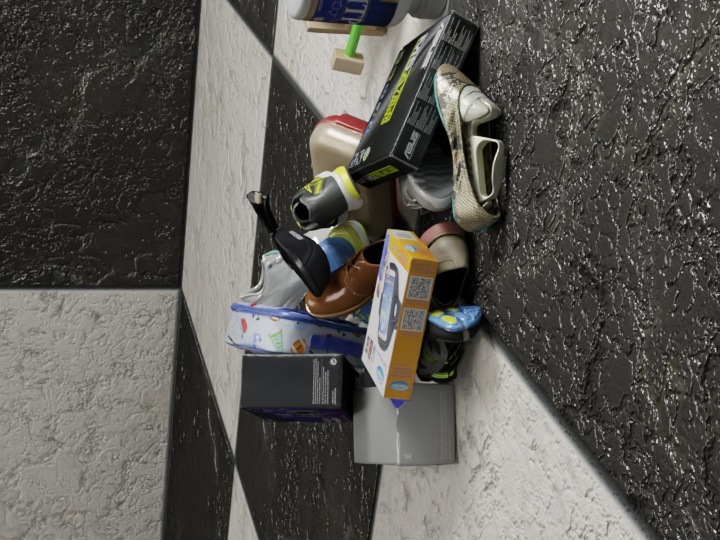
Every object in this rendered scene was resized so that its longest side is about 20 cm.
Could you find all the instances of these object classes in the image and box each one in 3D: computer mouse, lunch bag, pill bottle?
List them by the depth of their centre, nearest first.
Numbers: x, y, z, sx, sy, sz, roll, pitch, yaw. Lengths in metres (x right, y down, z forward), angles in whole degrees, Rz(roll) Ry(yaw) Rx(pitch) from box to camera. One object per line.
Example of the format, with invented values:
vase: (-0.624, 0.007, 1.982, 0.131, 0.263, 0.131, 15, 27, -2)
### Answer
pill bottle: (0.008, -0.380, 1.523, 0.120, 0.197, 0.122, 180, 90, -73)
computer mouse: (-0.093, -0.048, 1.584, 0.141, 0.046, 0.200, 60, 173, -21)
lunch bag: (-0.083, 0.094, 1.686, 0.159, 0.199, 0.077, 4, 83, 42)

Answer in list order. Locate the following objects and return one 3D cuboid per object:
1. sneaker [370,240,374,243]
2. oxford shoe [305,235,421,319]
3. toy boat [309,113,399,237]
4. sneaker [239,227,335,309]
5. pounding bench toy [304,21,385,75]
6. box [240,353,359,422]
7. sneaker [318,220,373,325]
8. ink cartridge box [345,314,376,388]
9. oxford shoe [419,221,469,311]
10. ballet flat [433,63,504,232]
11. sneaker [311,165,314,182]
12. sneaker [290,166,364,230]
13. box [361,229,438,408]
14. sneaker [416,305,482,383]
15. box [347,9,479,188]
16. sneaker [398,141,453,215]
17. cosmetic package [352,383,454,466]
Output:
sneaker: (-0.032, -0.023, 1.805, 0.086, 0.077, 0.200, -55, 16, -2)
oxford shoe: (0.000, 0.000, 1.566, 0.199, 0.071, 0.072, -29, 55, 20)
toy boat: (0.010, -0.149, 1.676, 0.129, 0.131, 0.201, 24, 144, 26)
sneaker: (-0.103, -0.012, 1.759, 0.201, 0.088, 0.075, -52, 23, 12)
pounding bench toy: (-0.004, -0.405, 1.693, 0.156, 0.122, 0.203, 129, 138, -63)
box: (-0.081, 0.167, 1.645, 0.200, 0.139, 0.080, 62, -149, -76)
sneaker: (-0.010, 0.037, 1.659, 0.076, 0.104, 0.202, 107, 140, -88)
ink cartridge box: (-0.002, 0.087, 1.810, 0.160, 0.047, 0.203, 170, 98, -72)
oxford shoe: (0.085, 0.028, 1.489, 0.201, 0.069, 0.075, 111, 151, -49)
ballet flat: (0.135, -0.148, 1.359, 0.075, 0.067, 0.203, -13, 82, 50)
sneaker: (-0.050, -0.160, 1.917, 0.200, 0.077, 0.071, -143, 55, -69)
sneaker: (-0.060, -0.091, 1.578, 0.075, 0.084, 0.200, 64, 165, 2)
box: (0.044, 0.063, 1.434, 0.119, 0.041, 0.203, -126, 46, -68)
sneaker: (0.106, 0.093, 1.435, 0.200, 0.070, 0.084, 128, 133, -70)
box: (0.061, -0.210, 1.484, 0.202, 0.047, 0.193, -66, 12, -9)
sneaker: (0.090, -0.106, 1.494, 0.200, 0.074, 0.083, -103, 12, -69)
cosmetic package: (0.054, 0.206, 1.563, 0.200, 0.089, 0.108, 163, 108, -70)
